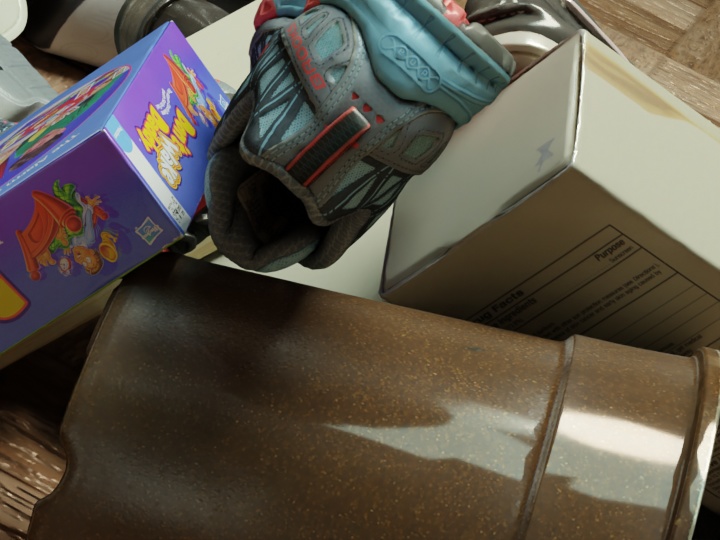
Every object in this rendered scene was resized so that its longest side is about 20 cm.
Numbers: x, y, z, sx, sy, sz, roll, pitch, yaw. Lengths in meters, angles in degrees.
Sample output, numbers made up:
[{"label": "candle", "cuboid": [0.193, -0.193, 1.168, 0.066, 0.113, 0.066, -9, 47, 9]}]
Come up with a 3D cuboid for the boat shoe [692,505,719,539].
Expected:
[{"label": "boat shoe", "cuboid": [0.076, 0.119, 1.013, 0.202, 0.065, 0.074, -1, 42, -3]}]

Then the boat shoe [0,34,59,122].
[{"label": "boat shoe", "cuboid": [-0.183, -0.074, 1.205, 0.072, 0.062, 0.200, 47, 5, 4]}]

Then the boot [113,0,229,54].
[{"label": "boot", "cuboid": [-0.021, -0.058, 1.234, 0.174, 0.069, 0.200, 27, -11, 43]}]

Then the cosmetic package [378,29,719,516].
[{"label": "cosmetic package", "cuboid": [0.116, 0.011, 0.933, 0.200, 0.105, 0.071, 34, 43, -26]}]

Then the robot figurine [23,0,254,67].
[{"label": "robot figurine", "cuboid": [-0.114, -0.170, 1.431, 0.200, 0.125, 0.150, 15, 26, -25]}]

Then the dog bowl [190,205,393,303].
[{"label": "dog bowl", "cuboid": [0.000, 0.000, 1.054, 0.079, 0.200, 0.200, 63, -1, -33]}]

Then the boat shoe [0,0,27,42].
[{"label": "boat shoe", "cuboid": [-0.243, -0.106, 1.252, 0.200, 0.062, 0.073, -34, 100, -55]}]

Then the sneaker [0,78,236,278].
[{"label": "sneaker", "cuboid": [-0.134, -0.039, 1.010, 0.096, 0.200, 0.079, -95, 161, -56]}]

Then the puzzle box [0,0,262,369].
[{"label": "puzzle box", "cuboid": [-0.101, -0.037, 1.076, 0.025, 0.200, 0.133, 62, -2, -35]}]

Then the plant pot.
[{"label": "plant pot", "cuboid": [-0.003, 0.092, 0.860, 0.198, 0.200, 0.200, 18, 21, 1]}]

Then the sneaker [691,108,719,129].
[{"label": "sneaker", "cuboid": [0.147, 0.012, 1.091, 0.081, 0.075, 0.200, 16, -37, 58]}]

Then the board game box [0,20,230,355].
[{"label": "board game box", "cuboid": [-0.143, 0.000, 0.898, 0.045, 0.200, 0.134, 54, 17, -13]}]

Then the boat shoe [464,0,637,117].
[{"label": "boat shoe", "cuboid": [0.104, -0.041, 0.976, 0.200, 0.067, 0.057, 46, 38, -35]}]

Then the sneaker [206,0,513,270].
[{"label": "sneaker", "cuboid": [-0.021, -0.045, 0.837, 0.079, 0.096, 0.200, 42, -10, -1]}]
